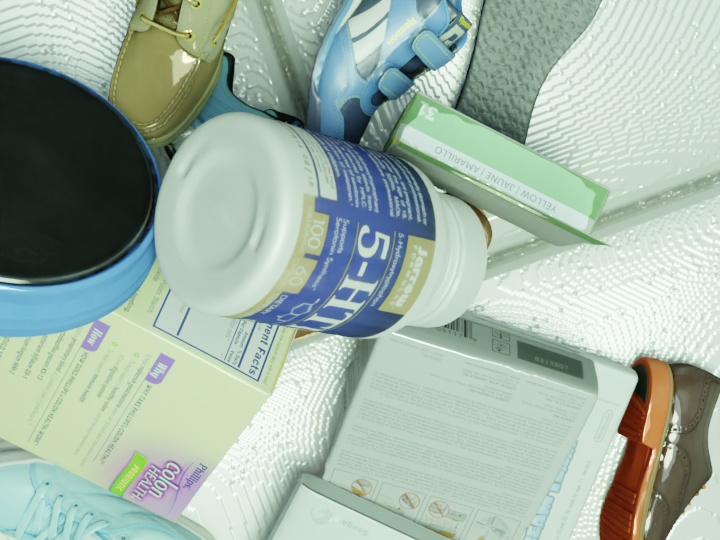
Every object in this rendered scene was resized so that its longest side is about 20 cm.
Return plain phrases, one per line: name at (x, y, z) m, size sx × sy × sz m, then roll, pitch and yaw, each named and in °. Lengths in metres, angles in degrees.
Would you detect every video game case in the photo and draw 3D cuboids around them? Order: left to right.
video game case at (0.086, 0.137, 1.113) m, size 0.181 × 0.024 × 0.201 m, roll 19°, pitch 102°, yaw -9°

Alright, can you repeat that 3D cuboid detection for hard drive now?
hard drive at (-0.026, 0.260, 1.095) m, size 0.131 × 0.026 × 0.201 m, roll 26°, pitch 108°, yaw -5°

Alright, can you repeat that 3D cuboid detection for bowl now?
bowl at (-0.214, -0.052, 0.902) m, size 0.200 × 0.201 × 0.039 m, roll 21°, pitch 135°, yaw -9°

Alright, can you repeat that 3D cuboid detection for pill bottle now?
pill bottle at (-0.016, -0.020, 0.929) m, size 0.200 × 0.120 × 0.120 m, roll 11°, pitch 101°, yaw -46°

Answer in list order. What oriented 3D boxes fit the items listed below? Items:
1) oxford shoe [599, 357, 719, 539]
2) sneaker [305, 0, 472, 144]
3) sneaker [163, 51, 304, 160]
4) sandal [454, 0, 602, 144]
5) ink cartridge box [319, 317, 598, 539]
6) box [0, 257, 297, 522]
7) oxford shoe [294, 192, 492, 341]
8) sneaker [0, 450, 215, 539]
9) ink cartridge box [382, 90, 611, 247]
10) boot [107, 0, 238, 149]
oxford shoe at (0.227, 0.168, 1.118) m, size 0.072 × 0.071 × 0.201 m, roll 8°, pitch 99°, yaw -12°
sneaker at (0.026, -0.158, 1.026) m, size 0.082 × 0.074 × 0.201 m, roll 26°, pitch 96°, yaw 11°
sneaker at (-0.068, -0.068, 1.029) m, size 0.090 × 0.078 × 0.200 m, roll -34°, pitch 85°, yaw -10°
sandal at (0.111, -0.158, 1.068) m, size 0.076 × 0.043 × 0.201 m, roll 25°, pitch 106°, yaw -2°
ink cartridge box at (0.059, 0.128, 1.082) m, size 0.162 × 0.057 × 0.200 m, roll 17°, pitch 125°, yaw -7°
box at (-0.166, 0.050, 1.000) m, size 0.199 × 0.097 × 0.176 m, roll 28°, pitch 134°, yaw -8°
oxford shoe at (0.000, 0.000, 1.065) m, size 0.199 × 0.071 × 0.072 m, roll -25°, pitch 104°, yaw 1°
sneaker at (-0.188, 0.188, 1.072) m, size 0.199 × 0.082 × 0.074 m, roll 21°, pitch 96°, yaw -9°
ink cartridge box at (0.090, -0.065, 0.967) m, size 0.145 × 0.200 × 0.048 m, roll 26°, pitch 88°, yaw -2°
boot at (-0.117, -0.189, 0.951) m, size 0.073 × 0.156 × 0.201 m, roll 23°, pitch 77°, yaw 9°
